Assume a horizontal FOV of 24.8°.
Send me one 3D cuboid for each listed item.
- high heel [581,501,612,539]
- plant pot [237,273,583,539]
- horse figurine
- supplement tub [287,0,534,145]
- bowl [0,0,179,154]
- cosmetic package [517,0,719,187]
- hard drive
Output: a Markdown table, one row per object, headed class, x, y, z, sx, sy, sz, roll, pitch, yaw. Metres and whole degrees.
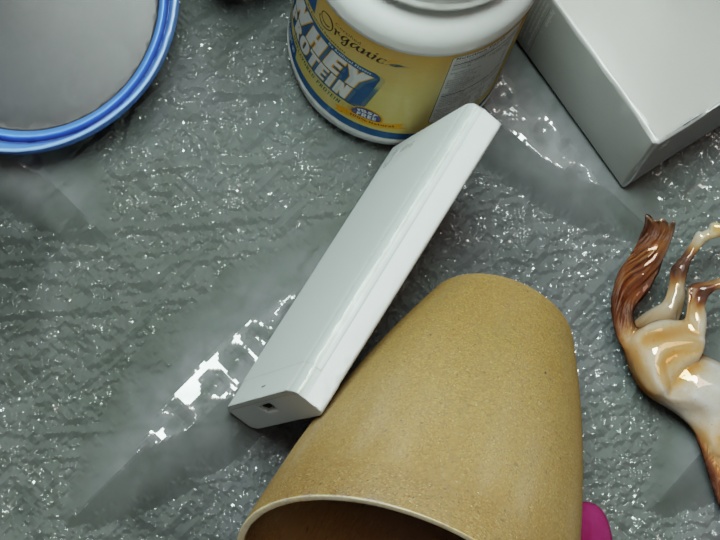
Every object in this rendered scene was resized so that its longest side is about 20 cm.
| class | x | y | z | sx | sy | sz | roll | pitch | yaw |
| --- | --- | --- | --- | --- | --- | --- | --- | --- | --- |
| high heel | 0.116 | 0.223 | 0.923 | 0.067 | 0.096 | 0.202 | 20 | 72 | -10 |
| plant pot | 0.051 | 0.104 | 0.925 | 0.185 | 0.187 | 0.201 | 23 | 53 | 1 |
| horse figurine | 0.222 | 0.059 | 1.012 | 0.200 | 0.050 | 0.133 | 44 | 89 | -1 |
| supplement tub | 0.033 | -0.176 | 0.991 | 0.143 | 0.200 | 0.146 | 2 | 71 | -6 |
| bowl | -0.209 | -0.172 | 1.014 | 0.198 | 0.039 | 0.203 | 0 | 89 | 1 |
| cosmetic package | 0.165 | -0.170 | 1.069 | 0.106 | 0.090 | 0.201 | -29 | 80 | -15 |
| hard drive | 0.000 | 0.000 | 0.965 | 0.026 | 0.132 | 0.201 | 36 | 71 | -12 |
